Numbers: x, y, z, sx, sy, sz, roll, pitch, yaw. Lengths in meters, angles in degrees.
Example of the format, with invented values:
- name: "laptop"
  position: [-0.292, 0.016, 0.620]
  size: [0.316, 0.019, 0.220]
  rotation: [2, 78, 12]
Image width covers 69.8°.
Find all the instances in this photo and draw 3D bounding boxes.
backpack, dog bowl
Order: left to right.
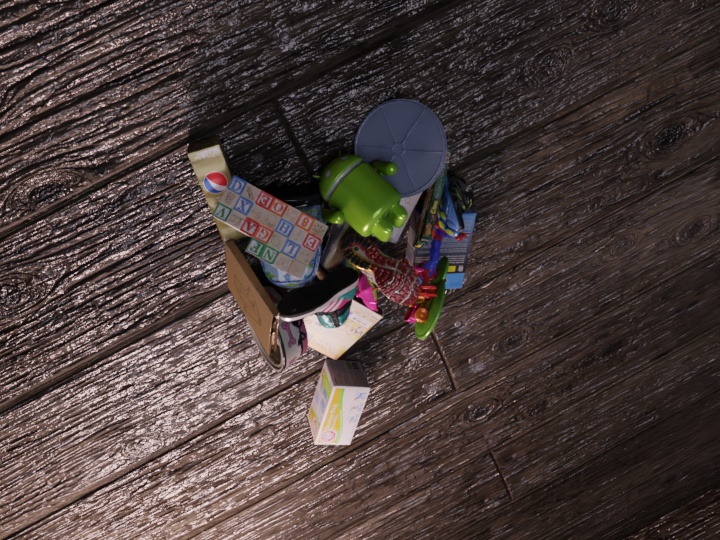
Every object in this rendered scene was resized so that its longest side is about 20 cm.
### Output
- name: "dog bowl"
  position: [-0.188, 0.121, 1.157]
  size: [0.074, 0.200, 0.200]
  rotation: [-21, 124, -28]
- name: "backpack"
  position: [-0.151, -0.064, 1.079]
  size: [0.163, 0.154, 0.200]
  rotation: [-2, 118, -13]

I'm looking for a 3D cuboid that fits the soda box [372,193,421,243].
- name: "soda box"
  position: [0.086, -0.165, 1.157]
  size: [0.068, 0.064, 0.200]
  rotation: [17, 112, -25]

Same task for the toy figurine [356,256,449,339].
- name: "toy figurine"
  position: [0.085, 0.033, 1.170]
  size: [0.184, 0.150, 0.200]
  rotation: [20, 84, -9]

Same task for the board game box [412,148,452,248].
- name: "board game box"
  position: [0.154, -0.152, 1.113]
  size: [0.023, 0.105, 0.200]
  rotation: [15, 82, -6]

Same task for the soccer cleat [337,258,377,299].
- name: "soccer cleat"
  position: [0.000, 0.000, 1.220]
  size: [0.084, 0.065, 0.200]
  rotation: [-34, 122, 0]

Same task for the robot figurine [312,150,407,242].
- name: "robot figurine"
  position: [0.000, -0.150, 1.039]
  size: [0.200, 0.116, 0.175]
  rotation: [44, 79, 7]

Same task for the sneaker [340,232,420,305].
- name: "sneaker"
  position: [0.046, -0.006, 1.093]
  size: [0.200, 0.082, 0.078]
  rotation: [43, 90, 1]

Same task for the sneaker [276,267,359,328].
- name: "sneaker"
  position: [-0.089, 0.081, 1.095]
  size: [0.200, 0.084, 0.121]
  rotation: [-27, 140, -32]

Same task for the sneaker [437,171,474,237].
- name: "sneaker"
  position: [0.210, -0.150, 1.123]
  size: [0.083, 0.200, 0.071]
  rotation: [10, 132, -4]

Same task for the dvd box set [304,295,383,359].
- name: "dvd box set"
  position: [-0.061, 0.125, 1.239]
  size: [0.146, 0.029, 0.200]
  rotation: [30, 125, -19]

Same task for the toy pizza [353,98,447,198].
- name: "toy pizza"
  position: [0.082, -0.252, 1.075]
  size: [0.200, 0.032, 0.201]
  rotation: [4, 101, 20]

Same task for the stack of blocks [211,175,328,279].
- name: "stack of blocks"
  position: [-0.175, -0.079, 0.981]
  size: [0.200, 0.059, 0.115]
  rotation: [29, 86, -6]

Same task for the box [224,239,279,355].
- name: "box"
  position: [-0.227, 0.057, 1.072]
  size: [0.021, 0.200, 0.164]
  rotation: [-23, 152, -26]

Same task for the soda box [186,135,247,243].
- name: "soda box"
  position: [-0.280, -0.161, 1.037]
  size: [0.064, 0.068, 0.200]
  rotation: [-18, 122, -7]

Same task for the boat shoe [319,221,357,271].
- name: "boat shoe"
  position: [-0.043, -0.097, 1.132]
  size: [0.200, 0.065, 0.072]
  rotation: [-65, 160, 1]

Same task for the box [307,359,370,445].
- name: "box"
  position: [-0.060, 0.350, 1.365]
  size: [0.101, 0.113, 0.200]
  rotation: [8, 116, -21]

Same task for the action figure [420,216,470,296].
- name: "action figure"
  position: [0.188, -0.044, 1.122]
  size: [0.099, 0.200, 0.065]
  rotation: [5, 157, 9]

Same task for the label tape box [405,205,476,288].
- name: "label tape box"
  position: [0.187, -0.055, 1.249]
  size: [0.144, 0.063, 0.200]
  rotation: [-2, 118, -15]

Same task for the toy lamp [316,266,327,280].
- name: "toy lamp"
  position: [-0.074, 0.031, 1.219]
  size: [0.058, 0.058, 0.200]
  rotation: [-37, 120, 4]
